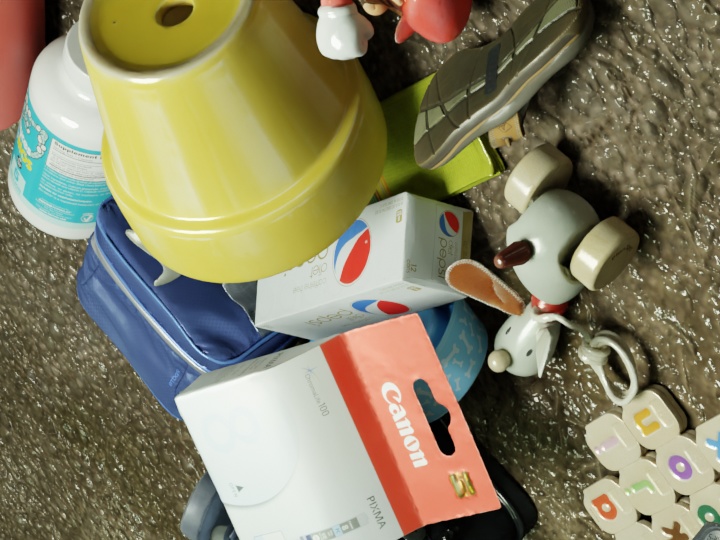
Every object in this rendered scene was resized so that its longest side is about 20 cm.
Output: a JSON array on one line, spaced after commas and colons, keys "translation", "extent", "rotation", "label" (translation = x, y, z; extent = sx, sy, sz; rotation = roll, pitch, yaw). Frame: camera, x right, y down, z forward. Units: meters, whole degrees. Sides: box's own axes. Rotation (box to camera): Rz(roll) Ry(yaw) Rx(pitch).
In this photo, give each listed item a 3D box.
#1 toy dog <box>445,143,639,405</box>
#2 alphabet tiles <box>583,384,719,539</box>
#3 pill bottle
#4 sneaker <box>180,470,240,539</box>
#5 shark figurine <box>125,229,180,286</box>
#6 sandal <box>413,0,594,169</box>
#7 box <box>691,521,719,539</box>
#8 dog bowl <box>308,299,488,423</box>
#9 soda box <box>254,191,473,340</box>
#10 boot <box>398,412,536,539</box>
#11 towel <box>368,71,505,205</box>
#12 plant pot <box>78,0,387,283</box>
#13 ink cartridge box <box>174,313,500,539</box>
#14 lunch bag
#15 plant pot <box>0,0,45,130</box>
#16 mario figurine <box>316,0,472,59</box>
[{"translation": [0.116, 0.016, 1.427], "extent": [0.132, 0.096, 0.201], "rotation": [33, 140, 41], "label": "toy dog"}, {"translation": [0.243, 0.176, 1.484], "extent": [0.201, 0.015, 0.196], "rotation": [53, 144, 3], "label": "alphabet tiles"}, {"translation": [-0.225, -0.122, 1.727], "extent": [0.111, 0.111, 0.200], "rotation": [46, 145, 14], "label": "pill bottle"}, {"translation": [-0.073, 0.199, 1.632], "extent": [0.082, 0.071, 0.200], "rotation": [27, 179, 21], "label": "sneaker"}, {"translation": [-0.092, -0.086, 1.603], "extent": [0.127, 0.217, 0.089], "rotation": [11, 175, 11], "label": "shark figurine"}, {"translation": [0.098, -0.119, 1.376], "extent": [0.054, 0.082, 0.200], "rotation": [26, 142, -23], "label": "sandal"}, {"translation": [0.315, 0.276, 1.433], "extent": [0.159, 0.043, 0.201], "rotation": [6, 126, 43], "label": "box"}, {"translation": [0.021, 0.072, 1.588], "extent": [0.049, 0.112, 0.199], "rotation": [38, 149, -24], "label": "dog bowl"}, {"translation": [0.000, 0.000, 1.563], "extent": [0.199, 0.063, 0.069], "rotation": [-19, 63, 54], "label": "soda box"}, {"translation": [0.019, 0.179, 1.630], "extent": [0.200, 0.168, 0.077], "rotation": [45, 144, 15], "label": "boot"}, {"translation": [0.026, -0.082, 1.532], "extent": [0.199, 0.018, 0.087], "rotation": [-22, 101, 56], "label": "towel"}, {"translation": [-0.100, -0.124, 1.439], "extent": [0.200, 0.201, 0.189], "rotation": [30, 162, 32], "label": "plant pot"}, {"translation": [-0.018, 0.132, 1.511], "extent": [0.199, 0.047, 0.161], "rotation": [-17, 103, 31], "label": "ink cartridge box"}, {"translation": [-0.135, 0.004, 1.699], "extent": [0.200, 0.135, 0.133], "rotation": [48, 146, 12], "label": "lunch bag"}, {"translation": [-0.348, -0.217, 1.747], "extent": [0.200, 0.200, 0.178], "rotation": [34, 151, 29], "label": "plant pot"}, {"translation": [-0.016, -0.212, 1.375], "extent": [0.199, 0.124, 0.106], "rotation": [36, -176, -5], "label": "mario figurine"}]
